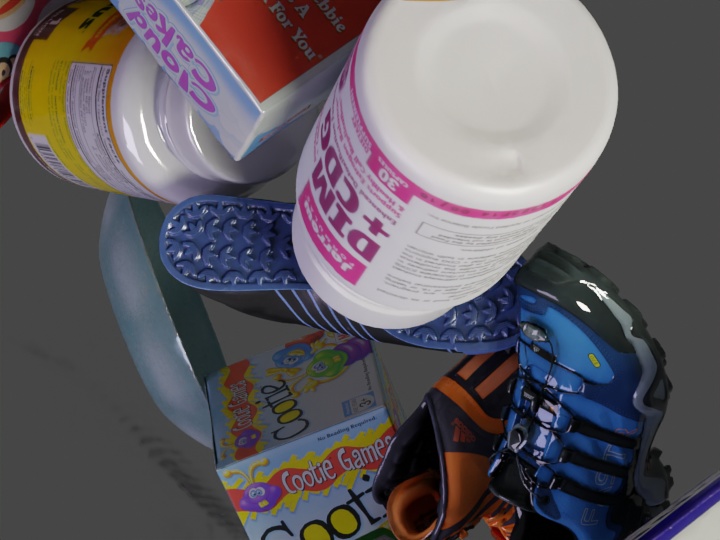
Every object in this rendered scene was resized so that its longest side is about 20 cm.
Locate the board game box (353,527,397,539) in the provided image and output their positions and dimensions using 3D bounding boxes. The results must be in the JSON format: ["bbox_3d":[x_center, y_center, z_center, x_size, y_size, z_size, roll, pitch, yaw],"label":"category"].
[{"bbox_3d":[0.055,0.257,1.353,0.153,0.040,0.200,19,123,50],"label":"board game box"}]

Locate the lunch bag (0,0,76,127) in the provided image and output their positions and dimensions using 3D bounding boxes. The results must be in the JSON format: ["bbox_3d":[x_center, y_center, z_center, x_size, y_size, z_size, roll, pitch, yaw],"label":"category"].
[{"bbox_3d":[-0.236,-0.156,1.386,0.082,0.200,0.176,21,141,47],"label":"lunch bag"}]

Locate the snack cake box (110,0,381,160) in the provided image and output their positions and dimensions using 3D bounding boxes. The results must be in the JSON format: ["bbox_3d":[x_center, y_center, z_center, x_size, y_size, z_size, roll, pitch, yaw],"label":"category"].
[{"bbox_3d":[-0.068,-0.167,1.143,0.200,0.115,0.067,52,158,5],"label":"snack cake box"}]

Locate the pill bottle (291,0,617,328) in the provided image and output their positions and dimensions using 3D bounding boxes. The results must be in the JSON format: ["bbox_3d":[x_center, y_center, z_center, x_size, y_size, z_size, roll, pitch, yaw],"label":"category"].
[{"bbox_3d":[0.034,-0.048,1.114,0.113,0.113,0.200,50,158,8],"label":"pill bottle"}]

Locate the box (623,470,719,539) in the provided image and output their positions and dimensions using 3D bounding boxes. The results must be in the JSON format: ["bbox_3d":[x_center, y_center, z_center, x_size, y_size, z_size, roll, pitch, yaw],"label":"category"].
[{"bbox_3d":[0.151,0.160,1.094,0.105,0.184,0.200,53,158,7],"label":"box"}]

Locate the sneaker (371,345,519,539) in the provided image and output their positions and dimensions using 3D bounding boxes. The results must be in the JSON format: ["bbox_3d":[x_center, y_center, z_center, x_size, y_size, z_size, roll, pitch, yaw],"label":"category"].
[{"bbox_3d":[0.063,0.119,1.303,0.078,0.112,0.200,33,150,42],"label":"sneaker"}]

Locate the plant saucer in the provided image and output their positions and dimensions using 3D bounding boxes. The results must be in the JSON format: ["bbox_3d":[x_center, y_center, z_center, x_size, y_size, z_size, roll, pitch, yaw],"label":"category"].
[{"bbox_3d":[-0.122,0.031,1.526,0.201,0.039,0.201,-21,-90,-88],"label":"plant saucer"}]

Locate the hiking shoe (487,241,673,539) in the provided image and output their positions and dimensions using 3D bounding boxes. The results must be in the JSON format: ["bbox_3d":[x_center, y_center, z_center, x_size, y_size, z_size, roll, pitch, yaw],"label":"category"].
[{"bbox_3d":[0.101,0.078,1.199,0.074,0.087,0.200,30,149,41],"label":"hiking shoe"}]

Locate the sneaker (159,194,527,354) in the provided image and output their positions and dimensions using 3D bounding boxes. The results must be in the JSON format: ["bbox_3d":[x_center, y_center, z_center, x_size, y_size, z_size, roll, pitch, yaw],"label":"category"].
[{"bbox_3d":[0.000,0.000,1.264,0.200,0.070,0.078,13,177,12],"label":"sneaker"}]

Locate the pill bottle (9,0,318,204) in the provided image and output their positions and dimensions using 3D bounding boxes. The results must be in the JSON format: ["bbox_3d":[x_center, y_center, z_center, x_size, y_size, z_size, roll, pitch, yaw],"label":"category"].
[{"bbox_3d":[-0.104,-0.092,1.332,0.200,0.109,0.109,12,134,58],"label":"pill bottle"}]

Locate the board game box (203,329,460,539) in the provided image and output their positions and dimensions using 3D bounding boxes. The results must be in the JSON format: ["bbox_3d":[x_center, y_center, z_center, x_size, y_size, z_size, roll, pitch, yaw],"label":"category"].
[{"bbox_3d":[-0.004,0.147,1.446,0.105,0.103,0.200,-104,-8,-60],"label":"board game box"}]
